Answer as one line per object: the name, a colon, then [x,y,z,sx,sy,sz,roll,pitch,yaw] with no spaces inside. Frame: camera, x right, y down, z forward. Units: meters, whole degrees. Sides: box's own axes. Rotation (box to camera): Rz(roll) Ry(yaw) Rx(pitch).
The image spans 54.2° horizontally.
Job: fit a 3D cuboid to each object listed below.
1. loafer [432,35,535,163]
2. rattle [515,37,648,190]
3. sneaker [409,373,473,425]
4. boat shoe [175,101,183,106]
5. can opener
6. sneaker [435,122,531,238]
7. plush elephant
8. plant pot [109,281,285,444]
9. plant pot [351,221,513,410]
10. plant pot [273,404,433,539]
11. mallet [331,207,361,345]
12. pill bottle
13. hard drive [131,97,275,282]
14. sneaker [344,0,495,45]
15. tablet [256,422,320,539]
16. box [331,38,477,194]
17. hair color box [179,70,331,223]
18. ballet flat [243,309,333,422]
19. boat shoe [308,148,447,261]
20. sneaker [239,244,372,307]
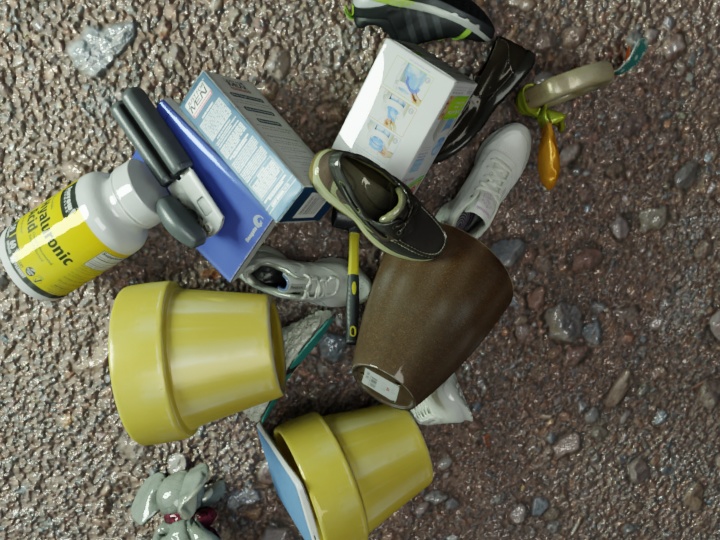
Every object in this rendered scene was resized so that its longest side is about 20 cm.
loafer: [0.146,-0.231,0.950,0.071,0.073,0.200,41,92,-8]
rattle: [0.316,-0.215,0.943,0.198,0.130,0.145,-18,76,-27]
sneaker: [0.110,0.191,1.004,0.079,0.200,0.077,-17,73,-1]
boat shoe: [-0.192,-0.128,0.928,0.062,0.071,0.202,-35,105,-43]
can opener: [-0.237,-0.121,0.839,0.053,0.067,0.201,-31,95,34]
sneaker: [0.179,-0.108,0.970,0.074,0.100,0.202,30,98,-14]
plush elephant: [-0.250,0.364,1.026,0.199,0.163,0.157,28,61,-47]
plant pot: [-0.197,0.110,0.904,0.186,0.201,0.204,-7,108,0]
plant pot: [0.075,0.072,0.917,0.187,0.186,0.201,45,60,-18]
plant pot: [-0.005,0.287,1.017,0.186,0.200,0.204,-19,109,-18]
mallet: [0.000,0.000,0.957,0.065,0.041,0.203,-1,73,-15]
pill bottle: [-0.338,-0.054,0.878,0.198,0.112,0.112,-29,109,13]
hard drive: [-0.201,-0.098,0.887,0.200,0.025,0.132,44,125,4]
sneaker: [0.076,-0.327,0.918,0.197,0.072,0.083,15,130,-13]
tablet: [-0.101,0.309,0.997,0.013,0.200,0.132,-19,109,-19]
box: [0.044,-0.173,0.887,0.101,0.112,0.202,35,113,12]
hair color box: [-0.119,-0.149,0.858,0.061,0.100,0.201,-47,73,22]
ballet flat: [-0.118,0.129,1.012,0.071,0.072,0.201,32,99,-16]
boat shoe: [0.030,-0.070,0.810,0.199,0.065,0.074,30,81,-26]
sneaker: [-0.076,0.019,0.973,0.197,0.087,0.076,8,103,-13]
